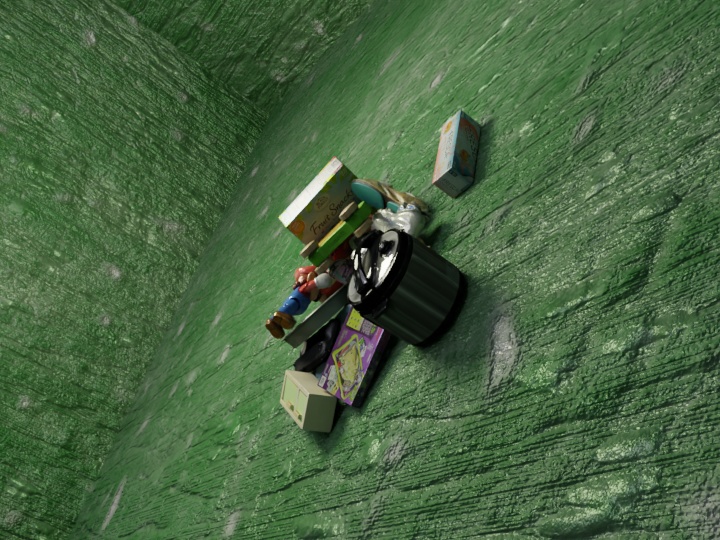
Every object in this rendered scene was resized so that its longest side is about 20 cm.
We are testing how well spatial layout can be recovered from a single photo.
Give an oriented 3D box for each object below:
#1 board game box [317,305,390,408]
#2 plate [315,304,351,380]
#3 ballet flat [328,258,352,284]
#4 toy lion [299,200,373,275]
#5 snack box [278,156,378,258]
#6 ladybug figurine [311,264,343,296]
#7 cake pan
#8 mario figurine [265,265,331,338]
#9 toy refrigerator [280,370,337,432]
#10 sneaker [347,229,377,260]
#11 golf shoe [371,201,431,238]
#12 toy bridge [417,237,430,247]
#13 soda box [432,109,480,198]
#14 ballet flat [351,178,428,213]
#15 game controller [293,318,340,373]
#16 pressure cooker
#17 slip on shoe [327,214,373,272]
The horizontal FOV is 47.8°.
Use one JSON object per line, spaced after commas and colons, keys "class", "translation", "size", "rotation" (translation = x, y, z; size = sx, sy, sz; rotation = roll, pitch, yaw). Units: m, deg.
{"class": "board game box", "translation": [-0.006, 0.161, 1.629], "size": [0.120, 0.032, 0.202], "rotation": [21, 86, 54]}
{"class": "plate", "translation": [-0.045, 0.173, 1.762], "size": [0.201, 0.025, 0.202], "rotation": [-55, 23, 38]}
{"class": "ballet flat", "translation": [0.000, 0.000, 1.845], "size": [0.069, 0.071, 0.199], "rotation": [-48, -15, 27]}
{"class": "toy lion", "translation": [-0.049, -0.082, 1.807], "size": [0.200, 0.069, 0.192], "rotation": [-43, 7, 20]}
{"class": "snack box", "translation": [-0.066, -0.138, 1.926], "size": [0.200, 0.168, 0.068], "rotation": [-47, 34, 3]}
{"class": "ladybug figurine", "translation": [-0.074, 0.006, 2.042], "size": [0.200, 0.072, 0.137], "rotation": [-39, 28, 43]}
{"class": "cake pan", "translation": [-0.095, 0.107, 1.842], "size": [0.200, 0.037, 0.200], "rotation": [-41, 0, 0]}
{"class": "mario figurine", "translation": [-0.121, 0.072, 1.817], "size": [0.122, 0.107, 0.201], "rotation": [2, 39, 35]}
{"class": "toy refrigerator", "translation": [-0.116, 0.273, 1.718], "size": [0.200, 0.069, 0.077], "rotation": [-158, 79, -69]}
{"class": "sneaker", "translation": [0.023, -0.053, 1.757], "size": [0.080, 0.074, 0.200], "rotation": [-51, 13, 8]}
{"class": "golf shoe", "translation": [0.069, -0.084, 1.762], "size": [0.200, 0.078, 0.098], "rotation": [-20, 44, 63]}
{"class": "toy bridge", "translation": [0.105, -0.044, 1.759], "size": [0.068, 0.027, 0.200], "rotation": [-61, 19, -13]}
{"class": "soda box", "translation": [0.211, -0.255, 1.767], "size": [0.068, 0.063, 0.202], "rotation": [-38, 28, 43]}
{"class": "ballet flat", "translation": [0.070, -0.165, 1.842], "size": [0.199, 0.071, 0.071], "rotation": [30, 86, 27]}
{"class": "game controller", "translation": [-0.097, 0.175, 1.827], "size": [0.200, 0.042, 0.105], "rotation": [-40, 19, 58]}
{"class": "pressure cooker", "translation": [0.070, 0.021, 1.492], "size": [0.180, 0.199, 0.176], "rotation": [-60, 21, -5]}
{"class": "slip on shoe", "translation": [-0.025, -0.055, 1.903], "size": [0.200, 0.061, 0.074], "rotation": [-44, -4, 10]}
